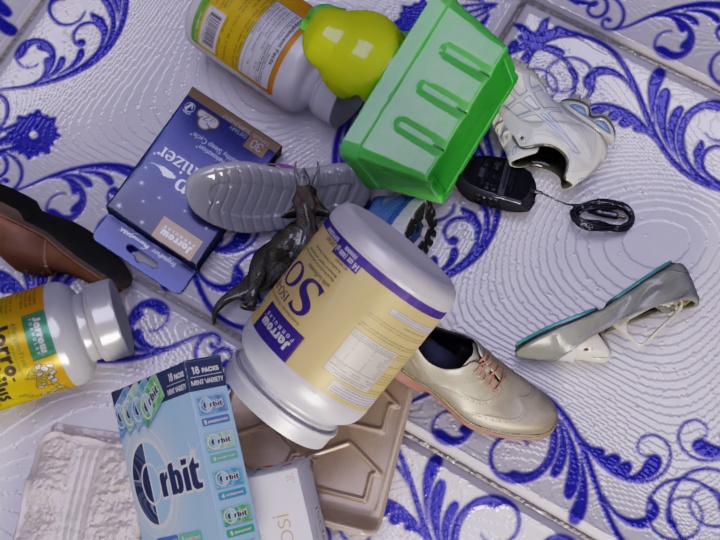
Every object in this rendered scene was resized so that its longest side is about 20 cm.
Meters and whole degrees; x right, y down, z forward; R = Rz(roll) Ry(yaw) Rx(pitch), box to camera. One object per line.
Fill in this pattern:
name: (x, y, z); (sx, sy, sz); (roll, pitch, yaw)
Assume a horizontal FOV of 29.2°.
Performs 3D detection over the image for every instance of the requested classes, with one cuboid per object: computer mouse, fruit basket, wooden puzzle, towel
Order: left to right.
towel: (-0.282, 0.258, 1.406); (0.132, 0.034, 0.201); (6, 72, 8)
wooden puzzle: (-0.047, 0.160, 1.416); (0.184, 0.046, 0.201); (12, 68, 9)
fruit basket: (0.033, -0.194, 1.420); (0.215, 0.156, 0.217); (-3, 76, 14)
computer mouse: (0.196, -0.075, 1.482); (0.199, 0.034, 0.059); (18, 54, 6)

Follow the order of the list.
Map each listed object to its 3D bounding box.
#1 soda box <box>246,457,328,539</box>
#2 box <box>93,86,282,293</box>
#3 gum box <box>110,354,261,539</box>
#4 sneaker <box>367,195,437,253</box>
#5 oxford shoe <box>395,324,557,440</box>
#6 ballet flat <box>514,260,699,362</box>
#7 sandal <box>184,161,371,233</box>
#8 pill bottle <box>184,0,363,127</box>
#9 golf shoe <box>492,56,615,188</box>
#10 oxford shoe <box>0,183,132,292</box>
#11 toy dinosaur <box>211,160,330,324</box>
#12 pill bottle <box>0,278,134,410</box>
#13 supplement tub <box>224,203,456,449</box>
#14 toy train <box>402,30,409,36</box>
soda box: (-0.063, 0.288, 1.326); (0.068, 0.064, 0.201); (-13, 89, 10)
box: (-0.189, -0.087, 1.505); (0.121, 0.032, 0.200); (33, 78, 3)
gum box: (-0.169, 0.197, 1.331); (0.044, 0.170, 0.201); (-9, 81, -35)
sneaker: (0.000, 0.000, 1.450); (0.089, 0.079, 0.200); (15, 57, 34)
oxford shoe: (0.115, 0.110, 1.382); (0.199, 0.074, 0.071); (25, 62, -7)
ballet flat: (0.256, 0.058, 1.410); (0.199, 0.067, 0.064); (-27, 78, -4)
sandal: (-0.090, -0.085, 1.486); (0.202, 0.083, 0.050); (1, 28, -14)
pill bottle: (-0.086, -0.245, 1.518); (0.200, 0.111, 0.111); (36, 78, 15)
golf shoe: (0.170, -0.162, 1.479); (0.200, 0.078, 0.097); (30, 67, 14)
oxford shoe: (-0.338, -0.020, 1.499); (0.200, 0.071, 0.071); (29, 106, 11)
toy dinosaur: (-0.082, -0.008, 1.451); (0.077, 0.200, 0.102); (28, 30, -13)
pill bottle: (-0.342, 0.077, 1.430); (0.199, 0.113, 0.113); (-17, 71, -1)
supplement tub: (-0.021, 0.053, 1.304); (0.145, 0.145, 0.200); (41, 99, 16)
toy train: (0.070, -0.177, 1.520); (0.056, 0.042, 0.201); (-7, 71, 13)
